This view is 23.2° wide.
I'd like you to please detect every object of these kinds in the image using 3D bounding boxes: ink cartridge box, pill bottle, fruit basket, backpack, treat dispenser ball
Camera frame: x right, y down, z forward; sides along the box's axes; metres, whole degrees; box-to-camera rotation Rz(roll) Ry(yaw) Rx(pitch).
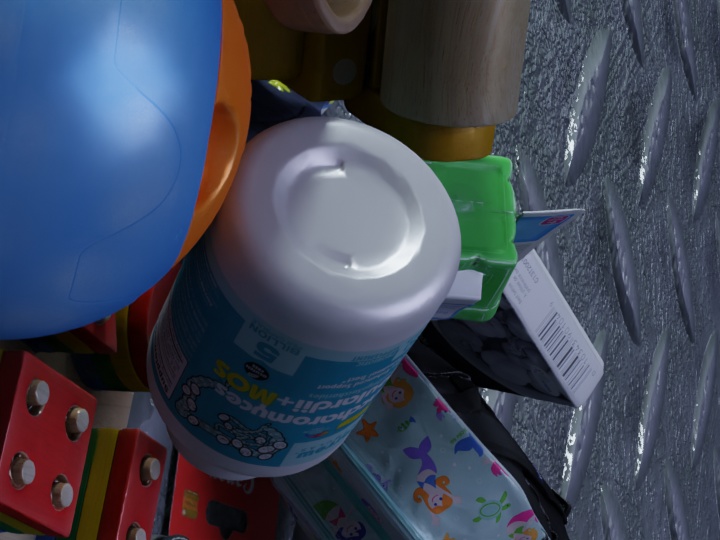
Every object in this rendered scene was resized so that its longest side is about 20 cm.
[{"bbox_3d":[-0.059,0.082,1.120,0.161,0.050,0.200,35,56,-64],"label":"ink cartridge box"},{"bbox_3d":[-0.036,0.026,0.821,0.200,0.111,0.111,121,-11,-53],"label":"pill bottle"},{"bbox_3d":[0.000,0.000,0.972,0.200,0.185,0.094,133,-43,-58],"label":"fruit basket"},{"bbox_3d":[0.035,0.132,1.103,0.150,0.178,0.200,-37,150,-6],"label":"backpack"},{"bbox_3d":[0.035,-0.002,1.131,0.043,0.200,0.198,-52,126,-24],"label":"ink cartridge box"},{"bbox_3d":[-0.144,-0.073,0.699,0.201,0.201,0.201,0,90,-68],"label":"treat dispenser ball"}]

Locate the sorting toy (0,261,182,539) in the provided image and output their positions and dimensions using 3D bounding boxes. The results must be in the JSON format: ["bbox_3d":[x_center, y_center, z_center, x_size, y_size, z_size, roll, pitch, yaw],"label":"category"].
[{"bbox_3d":[-0.147,0.050,0.867,0.200,0.069,0.199,49,46,-58],"label":"sorting toy"}]

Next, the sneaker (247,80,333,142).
[{"bbox_3d":[-0.068,-0.076,1.025,0.082,0.074,0.200,-56,175,13],"label":"sneaker"}]

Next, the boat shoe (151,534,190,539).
[{"bbox_3d":[-0.121,0.223,0.944,0.200,0.062,0.073,-65,148,-46],"label":"boat shoe"}]

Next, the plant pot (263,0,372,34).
[{"bbox_3d":[-0.043,-0.205,0.749,0.201,0.093,0.201,7,90,-78],"label":"plant pot"}]

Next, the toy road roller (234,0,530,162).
[{"bbox_3d":[-0.017,-0.138,0.902,0.146,0.200,0.123,-8,116,-28],"label":"toy road roller"}]
